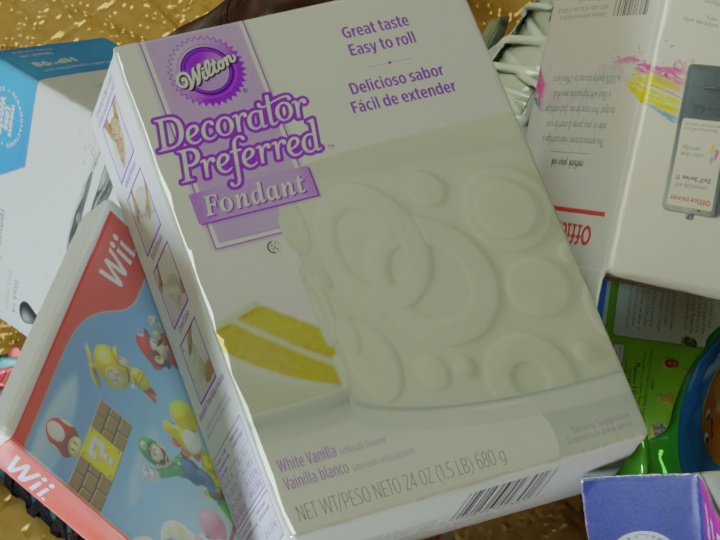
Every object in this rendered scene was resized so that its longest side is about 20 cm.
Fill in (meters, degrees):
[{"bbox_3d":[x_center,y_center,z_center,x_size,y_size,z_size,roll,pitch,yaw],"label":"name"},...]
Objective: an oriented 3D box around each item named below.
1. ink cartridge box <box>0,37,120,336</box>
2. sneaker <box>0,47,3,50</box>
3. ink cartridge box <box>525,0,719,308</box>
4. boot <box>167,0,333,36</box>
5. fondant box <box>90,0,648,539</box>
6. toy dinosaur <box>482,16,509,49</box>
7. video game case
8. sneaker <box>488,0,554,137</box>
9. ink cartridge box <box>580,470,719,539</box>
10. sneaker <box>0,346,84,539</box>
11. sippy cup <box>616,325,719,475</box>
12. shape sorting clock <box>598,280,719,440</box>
[{"bbox_3d":[-0.081,-0.010,1.042,0.067,0.116,0.200,-10,29,-42],"label":"ink cartridge box"},{"bbox_3d":[-0.245,-0.056,1.179,0.200,0.105,0.076,-22,64,2],"label":"sneaker"},{"bbox_3d":[0.117,-0.053,1.005,0.067,0.117,0.201,12,91,-18],"label":"ink cartridge box"},{"bbox_3d":[-0.012,-0.107,1.118,0.200,0.064,0.187,-45,44,16],"label":"boot"},{"bbox_3d":[0.000,0.000,0.931,0.144,0.058,0.201,-14,69,-20],"label":"fondant box"},{"bbox_3d":[0.037,-0.025,1.138,0.088,0.048,0.201,-4,62,-6],"label":"toy dinosaur"},{"bbox_3d":[-0.045,0.081,0.935,0.017,0.200,0.143,-35,22,31],"label":"video game case"},{"bbox_3d":[0.075,-0.103,1.092,0.076,0.116,0.200,32,51,26],"label":"sneaker"},{"bbox_3d":[0.190,0.156,0.935,0.199,0.197,0.043,-5,36,9],"label":"ink cartridge box"},{"bbox_3d":[-0.115,0.090,1.095,0.199,0.079,0.096,3,67,14],"label":"sneaker"},{"bbox_3d":[0.196,0.055,0.974,0.140,0.130,0.178,44,73,12],"label":"sippy cup"},{"bbox_3d":[0.162,0.027,1.078,0.199,0.039,0.201,-1,68,2],"label":"shape sorting clock"}]
